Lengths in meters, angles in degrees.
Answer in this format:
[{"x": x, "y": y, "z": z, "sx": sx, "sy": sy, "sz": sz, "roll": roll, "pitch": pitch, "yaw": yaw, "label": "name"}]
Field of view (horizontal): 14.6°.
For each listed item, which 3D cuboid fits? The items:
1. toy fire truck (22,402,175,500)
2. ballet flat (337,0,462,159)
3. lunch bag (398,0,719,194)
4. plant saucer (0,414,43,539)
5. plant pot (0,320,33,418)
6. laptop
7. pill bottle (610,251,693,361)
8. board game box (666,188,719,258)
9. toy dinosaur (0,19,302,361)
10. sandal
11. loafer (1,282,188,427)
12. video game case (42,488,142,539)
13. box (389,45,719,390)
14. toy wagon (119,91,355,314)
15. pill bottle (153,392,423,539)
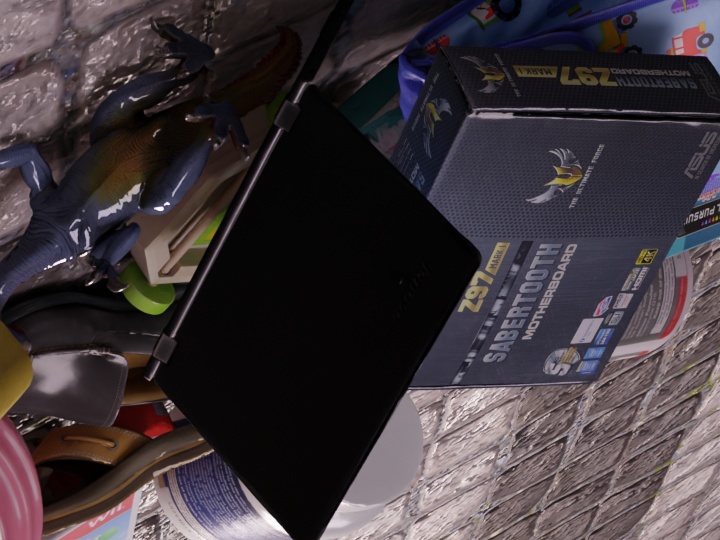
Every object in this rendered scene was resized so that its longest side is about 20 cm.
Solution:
[{"x": -0.201, "y": 0.133, "z": 1.678, "sx": 0.200, "sy": 0.049, "sz": 0.141, "roll": -42, "pitch": 160, "yaw": -8, "label": "toy fire truck"}, {"x": 0.043, "y": -0.092, "z": 1.515, "sx": 0.200, "sy": 0.064, "sz": 0.075, "roll": -40, "pitch": -151, "yaw": -28, "label": "ballet flat"}, {"x": 0.097, "y": -0.087, "z": 1.462, "sx": 0.199, "sy": 0.094, "sz": 0.151, "roll": -27, "pitch": 138, "yaw": -16, "label": "lunch bag"}, {"x": -0.263, "y": 0.143, "z": 1.476, "sx": 0.199, "sy": 0.051, "sz": 0.202, "roll": -7, "pitch": 118, "yaw": -13, "label": "plant saucer"}, {"x": -0.268, "y": 0.057, "z": 1.258, "sx": 0.200, "sy": 0.200, "sz": 0.176, "roll": -47, "pitch": 167, "yaw": 30, "label": "plant pot"}, {"x": -0.016, "y": -0.004, "z": 1.393, "sx": 0.188, "sy": 0.115, "sz": 0.200, "roll": -60, "pitch": -177, "yaw": 28, "label": "laptop"}, {"x": 0.121, "y": 0.010, "z": 1.846, "sx": 0.199, "sy": 0.114, "sz": 0.114, "roll": -7, "pitch": 146, "yaw": -51, "label": "pill bottle"}, {"x": 0.143, "y": -0.058, "z": 1.643, "sx": 0.200, "sy": 0.150, "sz": 0.047, "roll": -18, "pitch": 122, "yaw": -53, "label": "board game box"}, {"x": -0.122, "y": -0.026, "z": 1.403, "sx": 0.199, "sy": 0.105, "sz": 0.182, "roll": -9, "pitch": 147, "yaw": -50, "label": "toy dinosaur"}, {"x": -0.149, "y": 0.107, "z": 1.612, "sx": 0.199, "sy": 0.054, "sz": 0.080, "roll": -27, "pitch": -177, "yaw": -24, "label": "sandal"}, {"x": -0.155, "y": 0.054, "z": 1.575, "sx": 0.199, "sy": 0.073, "sz": 0.073, "roll": -18, "pitch": 155, "yaw": -37, "label": "loafer"}, {"x": -0.201, "y": 0.203, "z": 1.718, "sx": 0.143, "sy": 0.017, "sz": 0.200, "roll": -32, "pitch": 160, "yaw": -24, "label": "video game case"}, {"x": 0.081, "y": -0.023, "z": 1.418, "sx": 0.157, "sy": 0.051, "sz": 0.201, "roll": 1, "pitch": 135, "yaw": -27, "label": "box"}, {"x": -0.045, "y": -0.041, "z": 1.583, "sx": 0.155, "sy": 0.040, "sz": 0.199, "roll": -46, "pitch": 158, "yaw": 29, "label": "toy wagon"}, {"x": -0.042, "y": 0.113, "z": 1.727, "sx": 0.110, "sy": 0.112, "sz": 0.200, "roll": -23, "pitch": -178, "yaw": -28, "label": "pill bottle"}]
